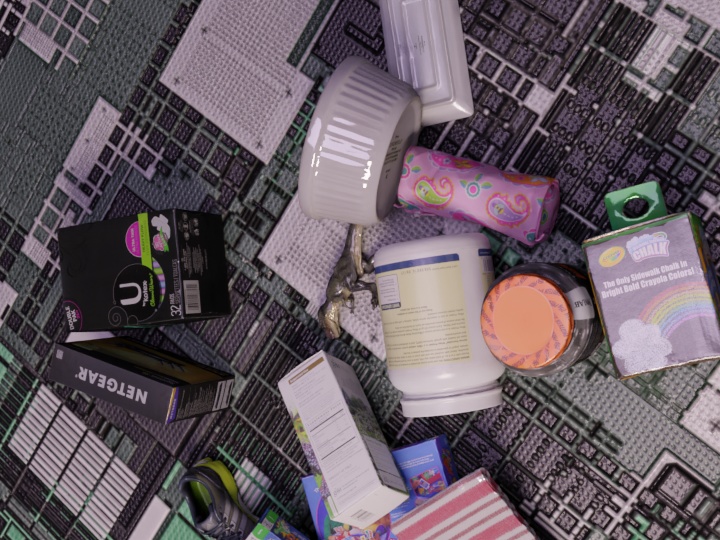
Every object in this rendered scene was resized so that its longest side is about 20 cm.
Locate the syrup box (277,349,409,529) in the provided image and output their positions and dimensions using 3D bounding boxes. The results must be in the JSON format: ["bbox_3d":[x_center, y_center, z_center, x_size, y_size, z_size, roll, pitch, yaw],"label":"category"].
[{"bbox_3d":[-0.023,0.209,1.241,0.081,0.079,0.201,-36,56,13],"label":"syrup box"}]

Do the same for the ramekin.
[{"bbox_3d":[0.005,-0.148,1.207,0.093,0.202,0.205,20,98,12],"label":"ramekin"}]

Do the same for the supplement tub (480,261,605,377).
[{"bbox_3d":[0.206,0.053,1.111,0.121,0.199,0.125,0,90,22],"label":"supplement tub"}]

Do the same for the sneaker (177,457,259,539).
[{"bbox_3d":[-0.182,0.348,1.345,0.074,0.081,0.200,-46,74,17],"label":"sneaker"}]

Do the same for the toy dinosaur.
[{"bbox_3d":[0.000,0.000,1.288,0.087,0.047,0.203,19,94,29],"label":"toy dinosaur"}]

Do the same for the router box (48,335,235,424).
[{"bbox_3d":[-0.295,0.145,1.354,0.197,0.157,0.053,16,97,22],"label":"router box"}]

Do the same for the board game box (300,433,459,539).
[{"bbox_3d":[0.034,0.302,1.271,0.198,0.045,0.136,-20,82,22],"label":"board game box"}]

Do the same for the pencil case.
[{"bbox_3d":[0.139,-0.091,1.203,0.197,0.087,0.089,15,96,23],"label":"pencil case"}]

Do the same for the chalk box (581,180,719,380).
[{"bbox_3d":[0.326,0.006,1.103,0.123,0.123,0.203,-15,83,23],"label":"chalk box"}]

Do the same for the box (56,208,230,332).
[{"bbox_3d":[-0.298,0.003,1.373,0.197,0.124,0.151,-7,86,24],"label":"box"}]

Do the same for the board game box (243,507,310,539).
[{"bbox_3d":[-0.118,0.417,1.296,0.135,0.035,0.201,36,120,1],"label":"board game box"}]

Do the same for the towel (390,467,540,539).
[{"bbox_3d":[0.147,0.341,1.193,0.146,0.030,0.201,-35,100,20],"label":"towel"}]

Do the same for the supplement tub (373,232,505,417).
[{"bbox_3d":[0.097,0.065,1.190,0.143,0.145,0.204,-9,87,23],"label":"supplement tub"}]

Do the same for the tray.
[{"bbox_3d":[0.078,-0.286,1.264,0.106,0.022,0.204,-10,86,24],"label":"tray"}]
